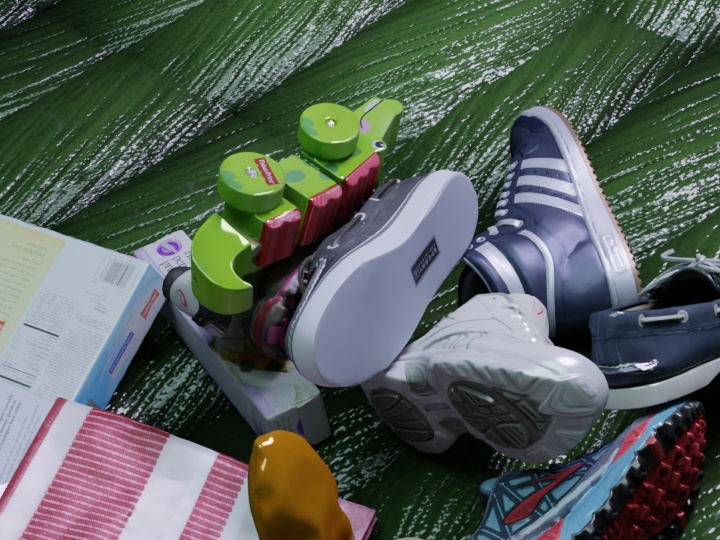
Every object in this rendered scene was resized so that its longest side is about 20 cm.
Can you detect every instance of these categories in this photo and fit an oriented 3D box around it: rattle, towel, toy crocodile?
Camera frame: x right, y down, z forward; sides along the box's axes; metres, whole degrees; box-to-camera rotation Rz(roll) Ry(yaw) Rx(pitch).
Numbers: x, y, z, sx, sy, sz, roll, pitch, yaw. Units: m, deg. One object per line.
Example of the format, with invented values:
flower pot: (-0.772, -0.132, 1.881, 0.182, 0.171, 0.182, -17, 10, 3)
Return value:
rattle: (0.052, 0.156, 0.840, 0.130, 0.143, 0.200, -18, 29, -36)
towel: (-0.103, 0.152, 1.031, 0.199, 0.023, 0.144, 20, 46, 5)
toy crocodile: (-0.035, -0.044, 1.113, 0.062, 0.068, 0.200, 33, 44, 20)

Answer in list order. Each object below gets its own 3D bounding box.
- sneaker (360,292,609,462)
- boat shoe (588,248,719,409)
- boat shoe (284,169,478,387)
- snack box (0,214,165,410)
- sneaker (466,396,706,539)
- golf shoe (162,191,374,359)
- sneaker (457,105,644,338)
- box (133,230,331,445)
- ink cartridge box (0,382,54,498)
sneaker: (0.079, 0.048, 1.053, 0.099, 0.078, 0.200, -47, 21, -22)
boat shoe: (0.191, 0.024, 1.081, 0.075, 0.062, 0.200, -2, 14, 44)
boat shoe: (0.000, 0.000, 1.095, 0.066, 0.070, 0.200, 2, 35, 31)
snack box: (-0.233, 0.026, 1.220, 0.200, 0.037, 0.116, 17, 70, 30)
sneaker: (0.109, 0.124, 1.018, 0.095, 0.079, 0.200, 25, 52, 38)
golf shoe: (-0.052, -0.019, 1.189, 0.092, 0.073, 0.200, 20, 27, 12)
sneaker: (0.101, -0.030, 1.204, 0.108, 0.070, 0.200, -14, 43, -5)
box: (-0.084, 0.044, 1.188, 0.039, 0.042, 0.200, -26, 41, -17)
ink cartridge box: (-0.229, 0.145, 1.047, 0.199, 0.043, 0.197, 20, 44, -3)
